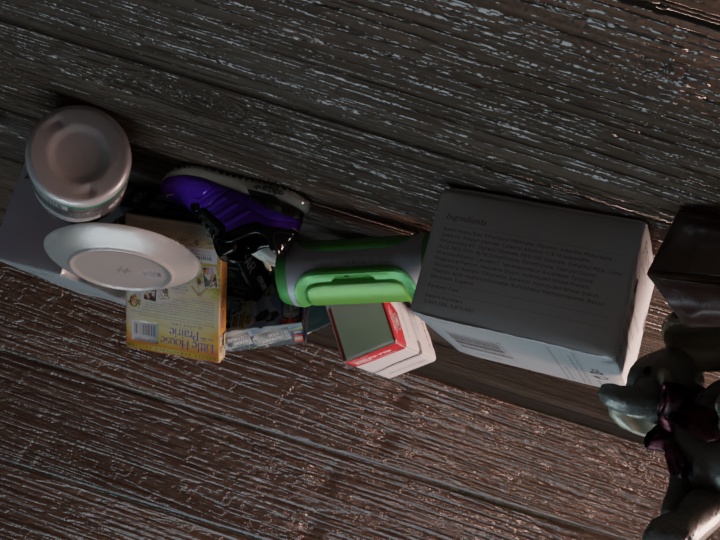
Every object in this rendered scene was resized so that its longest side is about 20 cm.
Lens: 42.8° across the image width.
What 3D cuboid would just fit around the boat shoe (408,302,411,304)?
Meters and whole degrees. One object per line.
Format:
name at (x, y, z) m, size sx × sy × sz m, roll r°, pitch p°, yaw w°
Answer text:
boat shoe at (0.085, 0.012, 1.242) m, size 0.073 × 0.075 × 0.200 m, roll 24°, pitch 164°, yaw 16°

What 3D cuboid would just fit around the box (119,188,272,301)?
box at (-0.245, -0.039, 1.365) m, size 0.199 × 0.044 × 0.161 m, roll 11°, pitch 141°, yaw 32°

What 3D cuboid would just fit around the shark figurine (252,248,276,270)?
shark figurine at (-0.108, -0.048, 1.205) m, size 0.213 × 0.090 × 0.128 m, roll 30°, pitch -160°, yaw -23°

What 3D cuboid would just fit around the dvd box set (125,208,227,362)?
dvd box set at (-0.256, 0.022, 1.279) m, size 0.145 × 0.202 × 0.029 m, roll 8°, pitch -161°, yaw 12°

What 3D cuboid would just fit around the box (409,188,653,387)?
box at (0.180, 0.023, 0.920) m, size 0.198 × 0.132 × 0.199 m, roll 12°, pitch 169°, yaw 23°

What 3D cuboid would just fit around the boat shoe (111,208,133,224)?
boat shoe at (-0.296, 0.005, 1.342) m, size 0.200 × 0.070 × 0.070 m, roll 51°, pitch 179°, yaw -14°

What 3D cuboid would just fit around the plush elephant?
plush elephant at (0.285, 0.127, 0.809) m, size 0.199 × 0.166 × 0.155 m, roll -10°, pitch -144°, yaw -44°

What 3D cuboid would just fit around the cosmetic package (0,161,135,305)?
cosmetic package at (-0.422, -0.054, 1.423) m, size 0.166 × 0.168 × 0.200 m, roll 11°, pitch 168°, yaw 30°

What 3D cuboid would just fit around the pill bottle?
pill bottle at (-0.329, -0.116, 1.076) m, size 0.112 × 0.114 × 0.200 m, roll 19°, pitch 170°, yaw -14°

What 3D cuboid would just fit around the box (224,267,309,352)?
box at (-0.145, 0.045, 1.396) m, size 0.135 × 0.040 × 0.201 m, roll -8°, pitch -149°, yaw 6°

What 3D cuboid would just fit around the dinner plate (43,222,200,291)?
dinner plate at (-0.305, -0.008, 1.175) m, size 0.198 × 0.024 × 0.200 m, roll 2°, pitch 157°, yaw 1°

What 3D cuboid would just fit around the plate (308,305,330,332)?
plate at (-0.105, 0.037, 1.460) m, size 0.199 × 0.200 × 0.026 m, roll 10°, pitch 128°, yaw 33°

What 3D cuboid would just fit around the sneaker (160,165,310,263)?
sneaker at (-0.167, -0.063, 1.124) m, size 0.198 × 0.100 × 0.070 m, roll 13°, pitch 168°, yaw 19°

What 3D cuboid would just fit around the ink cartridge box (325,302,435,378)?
ink cartridge box at (0.025, 0.062, 1.291) m, size 0.083 × 0.145 × 0.200 m, roll -23°, pitch 161°, yaw 15°

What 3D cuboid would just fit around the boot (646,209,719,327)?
boot at (0.319, 0.047, 0.702) m, size 0.064 × 0.188 × 0.199 m, roll -1°, pitch -177°, yaw -44°

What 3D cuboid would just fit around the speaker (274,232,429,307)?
speaker at (0.000, 0.000, 1.120) m, size 0.198 × 0.089 × 0.088 m, roll -3°, pitch 165°, yaw 15°
